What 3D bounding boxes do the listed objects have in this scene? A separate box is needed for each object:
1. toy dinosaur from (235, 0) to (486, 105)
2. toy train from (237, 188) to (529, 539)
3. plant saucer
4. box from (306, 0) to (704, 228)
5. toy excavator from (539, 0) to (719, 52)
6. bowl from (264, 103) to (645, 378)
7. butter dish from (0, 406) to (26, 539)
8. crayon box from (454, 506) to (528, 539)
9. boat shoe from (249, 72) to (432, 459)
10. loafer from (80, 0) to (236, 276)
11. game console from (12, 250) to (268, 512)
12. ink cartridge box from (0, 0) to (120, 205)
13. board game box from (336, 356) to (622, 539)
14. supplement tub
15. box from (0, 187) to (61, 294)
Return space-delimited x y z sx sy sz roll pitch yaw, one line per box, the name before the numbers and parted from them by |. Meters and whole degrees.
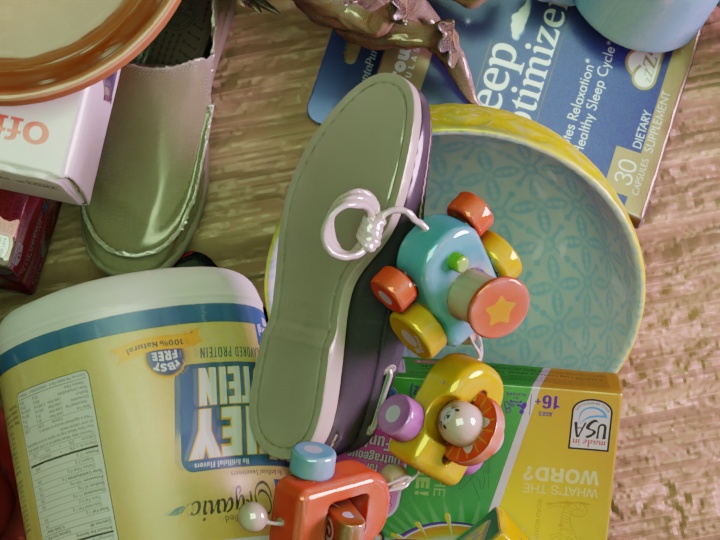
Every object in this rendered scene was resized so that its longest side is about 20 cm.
toy dinosaur | -0.011 -0.154 1.606 0.135 0.200 0.086 -4 63 41
toy train | 0.022 0.061 1.465 0.056 0.150 0.201 28 114 43
plant saucer | -0.177 -0.179 1.495 0.200 0.032 0.201 0 81 2
box | 0.079 -0.111 1.667 0.199 0.032 0.121 17 82 5
toy excavator | 0.193 -0.157 1.624 0.194 0.100 0.200 -19 73 -23
bowl | 0.050 -0.015 1.600 0.199 0.108 0.201 1 122 1
butter dish | -0.279 0.129 1.542 0.200 0.148 0.200 -35 110 6
crayon box | 0.051 0.252 1.554 0.200 0.058 0.173 -40 101 7
boat shoe | 0.000 0.000 1.506 0.073 0.063 0.201 21 97 42
loafer | -0.116 -0.094 1.646 0.075 0.068 0.201 7 78 9
game console | -0.080 0.115 1.638 0.200 0.031 0.177 42 80 6
ink cartridge box | -0.192 -0.147 1.549 0.144 0.084 0.201 12 81 5
board game box | 0.053 0.149 1.580 0.152 0.040 0.201 4 104 -2
supplement tub | -0.105 0.110 1.549 0.144 0.145 0.201 -12 79 -1
box | -0.201 -0.098 1.634 0.095 0.100 0.201 15 82 5
